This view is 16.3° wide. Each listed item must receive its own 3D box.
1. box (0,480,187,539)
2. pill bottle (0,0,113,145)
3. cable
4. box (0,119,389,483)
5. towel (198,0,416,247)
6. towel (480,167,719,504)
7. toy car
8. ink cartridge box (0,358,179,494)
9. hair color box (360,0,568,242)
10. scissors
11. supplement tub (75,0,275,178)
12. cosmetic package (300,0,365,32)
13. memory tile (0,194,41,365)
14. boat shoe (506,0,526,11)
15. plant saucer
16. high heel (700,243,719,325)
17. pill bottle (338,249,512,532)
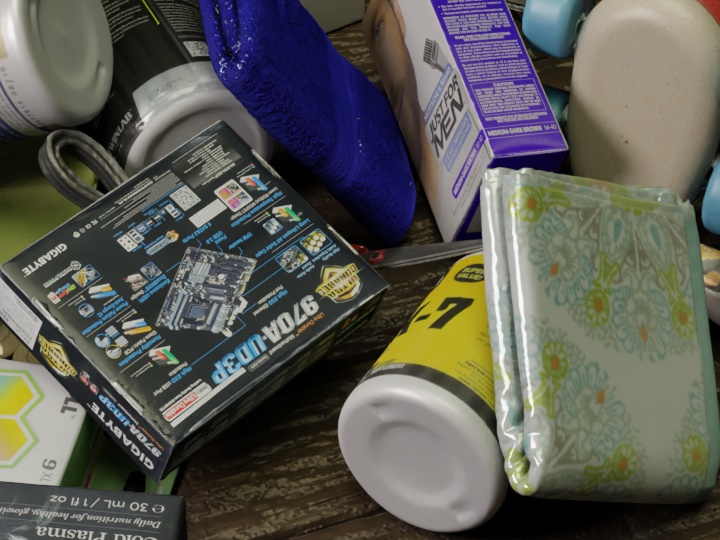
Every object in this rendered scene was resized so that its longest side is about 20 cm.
[{"bbox_3d":[-0.201,0.224,1.353,0.198,0.125,0.198,4,44,1],"label":"box"},{"bbox_3d":[-0.276,-0.136,1.670,0.199,0.120,0.120,-13,36,25],"label":"pill bottle"},{"bbox_3d":[-0.123,-0.019,1.618,0.097,0.050,0.201,-26,81,-38],"label":"cable"},{"bbox_3d":[-0.105,0.014,1.554,0.159,0.046,0.200,44,54,13],"label":"box"},{"bbox_3d":[-0.032,-0.123,1.702,0.049,0.200,0.148,-33,41,16],"label":"towel"},{"bbox_3d":[0.144,0.040,1.516,0.170,0.048,0.202,6,74,-42],"label":"towel"},{"bbox_3d":[0.228,-0.142,1.765,0.183,0.178,0.200,19,32,21],"label":"toy car"},{"bbox_3d":[-0.215,0.110,1.520,0.198,0.060,0.104,10,41,6],"label":"ink cartridge box"},{"bbox_3d":[0.068,-0.128,1.729,0.064,0.110,0.201,-6,57,-22],"label":"hair color box"},{"bbox_3d":[0.000,0.000,1.621,0.199,0.014,0.073,9,54,46],"label":"scissors"},{"bbox_3d":[-0.149,-0.135,1.748,0.122,0.123,0.200,-16,47,-20],"label":"supplement tub"},{"bbox_3d":[-0.048,-0.282,1.862,0.073,0.201,0.104,-23,47,-27],"label":"cosmetic package"},{"bbox_3d":[-0.197,0.023,1.651,0.199,0.017,0.153,22,45,20],"label":"memory tile"},{"bbox_3d":[0.066,-0.256,1.937,0.199,0.071,0.064,21,44,16],"label":"boat shoe"},{"bbox_3d":[-0.267,-0.037,1.675,0.198,0.031,0.201,-8,37,6],"label":"plant saucer"},{"bbox_3d":[0.236,-0.020,1.669,0.198,0.072,0.143,-14,62,-8],"label":"high heel"},{"bbox_3d":[0.079,0.058,1.559,0.114,0.115,0.200,22,45,19],"label":"pill bottle"}]
